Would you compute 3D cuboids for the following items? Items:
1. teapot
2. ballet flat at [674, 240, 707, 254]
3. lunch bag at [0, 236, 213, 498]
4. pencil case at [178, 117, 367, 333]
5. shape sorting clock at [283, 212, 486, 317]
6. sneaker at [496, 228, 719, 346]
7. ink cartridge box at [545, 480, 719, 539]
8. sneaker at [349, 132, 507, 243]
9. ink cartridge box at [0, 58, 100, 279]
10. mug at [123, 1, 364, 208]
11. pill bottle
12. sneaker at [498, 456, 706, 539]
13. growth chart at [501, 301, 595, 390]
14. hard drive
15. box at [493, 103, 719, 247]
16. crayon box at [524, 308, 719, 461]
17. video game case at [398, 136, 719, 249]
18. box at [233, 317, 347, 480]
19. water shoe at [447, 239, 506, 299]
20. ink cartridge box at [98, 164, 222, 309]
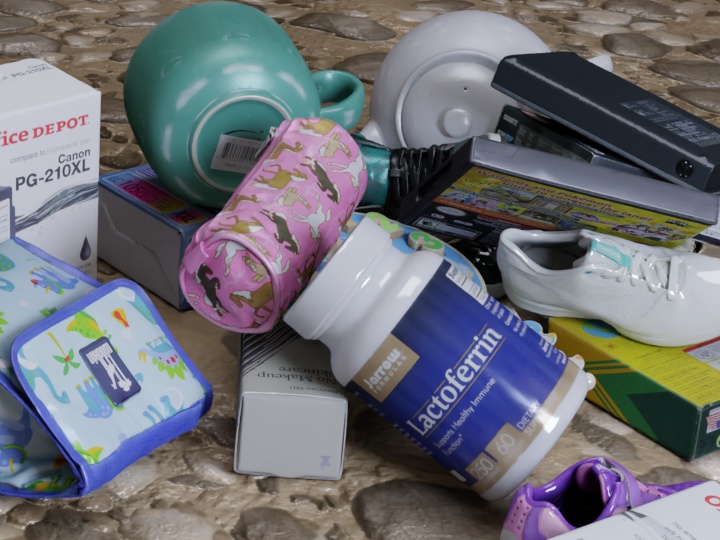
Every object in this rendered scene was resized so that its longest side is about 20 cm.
[{"bbox_3d":[0.099,-0.141,1.903,0.196,0.201,0.146,25,10,3],"label":"teapot"},{"bbox_3d":[0.227,-0.021,1.791,0.075,0.068,0.199,-20,-10,41],"label":"ballet flat"},{"bbox_3d":[-0.225,0.077,1.495,0.199,0.128,0.170,29,29,18],"label":"lunch bag"},{"bbox_3d":[-0.062,-0.036,1.564,0.086,0.083,0.200,13,36,13],"label":"pencil case"},{"bbox_3d":[0.000,0.000,1.627,0.199,0.039,0.200,7,25,-3],"label":"shape sorting clock"},{"bbox_3d":[0.198,0.003,1.614,0.199,0.089,0.076,6,63,17],"label":"sneaker"},{"bbox_3d":[0.187,0.219,1.290,0.199,0.084,0.144,-15,34,-32],"label":"ink cartridge box"},{"bbox_3d":[0.035,-0.077,1.757,0.120,0.084,0.200,14,-22,-18],"label":"sneaker"},{"bbox_3d":[-0.282,-0.047,1.642,0.144,0.201,0.084,-20,34,-41],"label":"ink cartridge box"},{"bbox_3d":[-0.095,-0.136,1.727,0.184,0.152,0.115,-32,35,1],"label":"mug"},{"bbox_3d":[0.051,0.059,1.486,0.200,0.116,0.116,38,29,-1],"label":"pill bottle"},{"bbox_3d":[0.172,0.164,1.408,0.199,0.089,0.080,-9,27,-30],"label":"sneaker"},{"bbox_3d":[0.080,0.067,1.644,0.144,0.018,0.200,-25,35,-19],"label":"growth chart"},{"bbox_3d":[0.220,-0.123,1.725,0.199,0.033,0.139,31,20,22],"label":"hard drive"},{"bbox_3d":[0.215,-0.078,1.767,0.158,0.046,0.200,15,10,-21],"label":"box"},{"bbox_3d":[0.234,0.071,1.661,0.126,0.051,0.200,-15,32,-35],"label":"crayon box"},{"bbox_3d":[0.149,-0.046,1.632,0.199,0.026,0.181,13,-16,-13],"label":"video game case"},{"bbox_3d":[-0.052,0.076,1.578,0.082,0.069,0.200,4,25,-5],"label":"box"},{"bbox_3d":[0.123,-0.032,1.826,0.071,0.079,0.199,25,32,37],"label":"water shoe"},{"bbox_3d":[-0.113,-0.046,1.821,0.199,0.077,0.136,-15,31,-39],"label":"ink cartridge box"}]
